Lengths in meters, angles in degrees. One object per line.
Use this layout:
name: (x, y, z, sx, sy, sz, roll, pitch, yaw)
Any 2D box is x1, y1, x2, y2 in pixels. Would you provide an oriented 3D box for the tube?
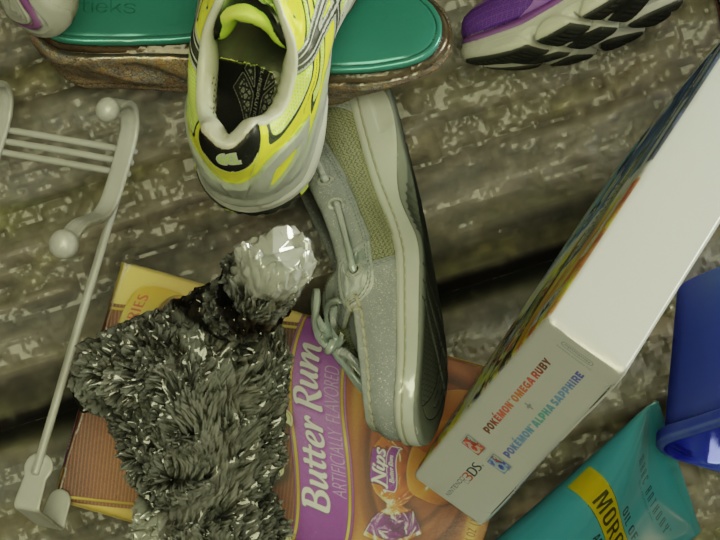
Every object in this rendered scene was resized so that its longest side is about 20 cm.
tube: (0.079, 0.145, 1.348, 0.200, 0.050, 0.078, -36, 126, -28)

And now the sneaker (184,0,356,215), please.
sneaker: (-0.035, -0.128, 1.299, 0.075, 0.076, 0.201, 3, 79, 5)

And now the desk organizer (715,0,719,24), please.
desk organizer: (0.199, -0.186, 1.387, 0.077, 0.072, 0.201, -12, 89, -1)

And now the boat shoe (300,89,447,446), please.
boat shoe: (0.000, -0.002, 1.335, 0.064, 0.075, 0.203, -12, 51, 4)

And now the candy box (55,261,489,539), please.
candy box: (-0.032, 0.079, 1.376, 0.199, 0.056, 0.117, 16, 88, -1)

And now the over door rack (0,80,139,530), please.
over door rack: (-0.190, 0.008, 1.340, 0.147, 0.067, 0.201, 10, 86, 20)

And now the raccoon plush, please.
raccoon plush: (-0.061, 0.078, 1.259, 0.096, 0.200, 0.135, -15, 76, -16)

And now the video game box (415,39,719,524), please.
video game box: (0.113, -0.003, 1.288, 0.047, 0.182, 0.200, 34, 60, 2)

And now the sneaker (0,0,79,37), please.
sneaker: (-0.149, -0.201, 1.346, 0.099, 0.075, 0.201, -13, 65, -11)

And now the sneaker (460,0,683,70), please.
sneaker: (0.123, -0.163, 1.360, 0.200, 0.081, 0.084, -37, 71, 26)

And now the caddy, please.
caddy: (0.217, 0.056, 1.321, 0.141, 0.200, 0.105, 9, 77, -17)

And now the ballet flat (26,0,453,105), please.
ballet flat: (-0.055, -0.108, 1.373, 0.199, 0.067, 0.068, 7, 66, 5)
